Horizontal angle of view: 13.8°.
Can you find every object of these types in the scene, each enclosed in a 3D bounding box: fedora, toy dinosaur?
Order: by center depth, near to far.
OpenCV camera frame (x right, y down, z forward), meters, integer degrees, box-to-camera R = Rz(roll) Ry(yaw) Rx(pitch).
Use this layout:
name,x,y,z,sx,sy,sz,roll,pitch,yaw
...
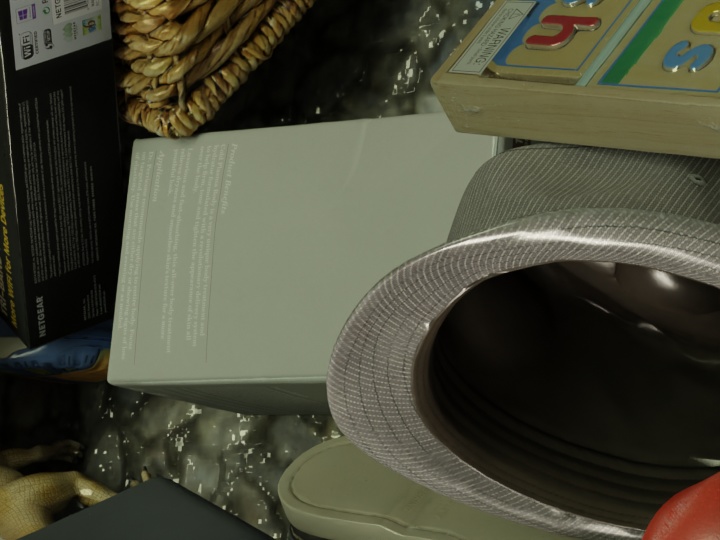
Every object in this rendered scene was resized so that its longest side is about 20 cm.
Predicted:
name,x,y,z,sx,sy,sz,roll,pitch,yaw
fedora,0.093,0.013,1.015,0.177,0.199,0.090,110,171,-50
toy dinosaur,-0.140,0.103,1.243,0.200,0.101,0.058,31,106,48

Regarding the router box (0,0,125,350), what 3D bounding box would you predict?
name,x,y,z,sx,sy,sz,roll,pitch,yaw
router box,-0.158,-0.092,1.233,0.157,0.052,0.200,43,145,44

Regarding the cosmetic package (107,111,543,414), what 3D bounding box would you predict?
name,x,y,z,sx,sy,sz,roll,pitch,yaw
cosmetic package,0.000,0.000,1.157,0.200,0.090,0.107,0,79,40

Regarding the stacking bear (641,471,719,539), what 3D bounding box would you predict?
name,x,y,z,sx,sy,sz,roll,pitch,yaw
stacking bear,0.173,0.116,0.940,0.200,0.121,0.114,17,98,42

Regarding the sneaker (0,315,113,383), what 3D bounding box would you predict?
name,x,y,z,sx,sy,sz,roll,pitch,yaw
sneaker,-0.176,-0.001,1.325,0.200,0.075,0.088,10,86,43

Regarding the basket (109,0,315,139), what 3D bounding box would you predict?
name,x,y,z,sx,sy,sz,roll,pitch,yaw
basket,-0.074,-0.163,1.243,0.200,0.142,0.149,29,134,53

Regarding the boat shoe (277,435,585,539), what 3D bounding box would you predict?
name,x,y,z,sx,sy,sz,roll,pitch,yaw
boat shoe,0.057,0.115,1.108,0.200,0.073,0.063,15,133,38

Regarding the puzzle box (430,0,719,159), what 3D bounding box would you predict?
name,x,y,z,sx,sy,sz,roll,pitch,yaw
puzzle box,0.129,-0.117,1.032,0.133,0.025,0.200,8,49,42

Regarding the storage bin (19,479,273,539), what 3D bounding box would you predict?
name,x,y,z,sx,sy,sz,roll,pitch,yaw
storage bin,-0.053,0.174,1.100,0.134,0.145,0.200,32,139,52
